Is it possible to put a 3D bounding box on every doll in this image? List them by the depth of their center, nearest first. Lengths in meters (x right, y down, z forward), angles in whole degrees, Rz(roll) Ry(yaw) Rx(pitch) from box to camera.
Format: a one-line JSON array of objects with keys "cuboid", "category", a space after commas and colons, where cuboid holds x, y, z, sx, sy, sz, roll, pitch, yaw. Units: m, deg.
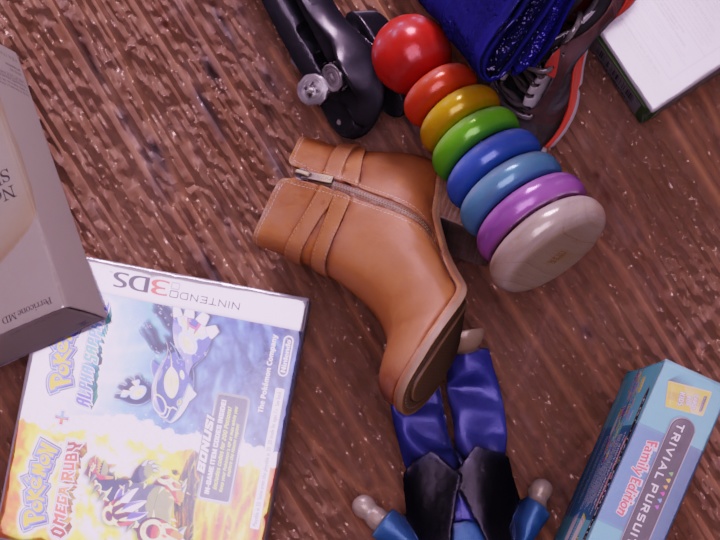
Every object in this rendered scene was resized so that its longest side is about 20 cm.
[{"cuboid": [0.061, 0.145, 1.747, 0.136, 0.048, 0.201, -10, 83, -1], "category": "doll"}]

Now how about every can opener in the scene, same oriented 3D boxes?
[{"cuboid": [-0.038, -0.180, 1.773, 0.063, 0.079, 0.200, -38, 82, 35], "category": "can opener"}]

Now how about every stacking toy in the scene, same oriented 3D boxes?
[{"cuboid": [0.075, -0.086, 1.703, 0.085, 0.085, 0.200, -32, 68, -3], "category": "stacking toy"}]

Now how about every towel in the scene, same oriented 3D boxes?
[{"cuboid": [0.095, -0.220, 1.697, 0.049, 0.200, 0.148, 23, 108, -29], "category": "towel"}]

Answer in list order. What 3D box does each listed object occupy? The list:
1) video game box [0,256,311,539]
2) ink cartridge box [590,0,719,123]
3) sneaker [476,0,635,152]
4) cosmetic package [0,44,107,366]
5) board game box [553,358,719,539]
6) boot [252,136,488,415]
[{"cuboid": [-0.139, 0.099, 1.750, 0.181, 0.047, 0.201, 10, 85, 2], "category": "video game box"}, {"cuboid": [0.247, -0.199, 1.771, 0.200, 0.059, 0.104, -34, 86, -3], "category": "ink cartridge box"}, {"cuboid": [0.114, -0.145, 1.719, 0.077, 0.082, 0.201, 36, 120, 15], "category": "sneaker"}, {"cuboid": [-0.254, -0.044, 1.720, 0.103, 0.073, 0.201, -24, 75, 12], "category": "cosmetic package"}, {"cuboid": [0.174, 0.139, 1.674, 0.047, 0.200, 0.152, 24, 86, 1], "category": "board game box"}, {"cuboid": [0.000, 0.000, 1.721, 0.154, 0.074, 0.200, 17, 48, 7], "category": "boot"}]
